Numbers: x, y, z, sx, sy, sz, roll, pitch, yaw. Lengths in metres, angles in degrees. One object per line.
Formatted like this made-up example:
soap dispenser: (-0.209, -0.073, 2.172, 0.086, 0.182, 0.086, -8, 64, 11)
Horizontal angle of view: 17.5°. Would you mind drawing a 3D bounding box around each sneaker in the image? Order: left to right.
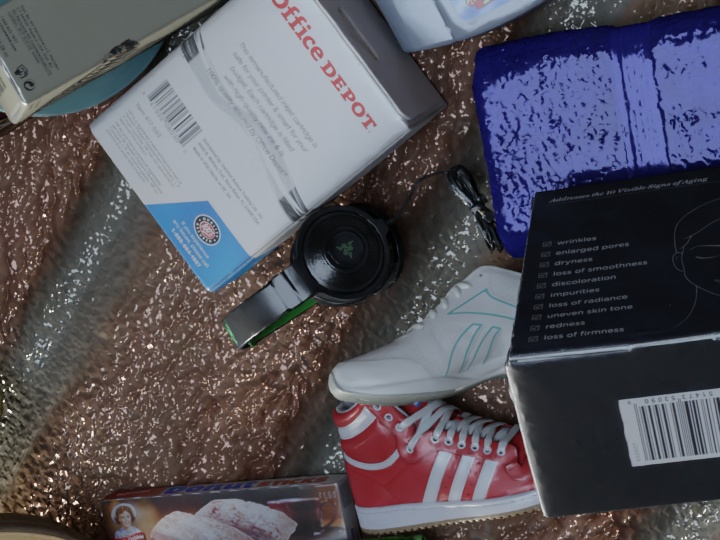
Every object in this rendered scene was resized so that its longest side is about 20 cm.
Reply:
sneaker: (0.070, 0.112, 1.621, 0.199, 0.071, 0.113, -14, 101, 27)
sneaker: (0.070, 0.043, 1.575, 0.199, 0.070, 0.081, -13, 86, -13)

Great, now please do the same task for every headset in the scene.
headset: (0.000, 0.000, 1.597, 0.199, 0.123, 0.094, -36, 87, 9)

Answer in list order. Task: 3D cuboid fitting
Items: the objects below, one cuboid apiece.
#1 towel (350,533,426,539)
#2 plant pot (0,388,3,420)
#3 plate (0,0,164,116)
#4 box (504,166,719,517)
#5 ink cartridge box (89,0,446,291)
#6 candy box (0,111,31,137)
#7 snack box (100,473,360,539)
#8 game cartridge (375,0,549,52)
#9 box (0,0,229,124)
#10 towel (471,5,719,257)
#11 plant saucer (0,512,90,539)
towel: (0.004, 0.291, 1.703, 0.148, 0.031, 0.201, -9, 107, 24)
plant pot: (-0.376, 0.147, 1.762, 0.199, 0.200, 0.143, 23, 123, 16)
plate: (-0.224, -0.207, 1.621, 0.198, 0.026, 0.202, 1, 84, -12)
box: (0.202, 0.036, 1.421, 0.198, 0.197, 0.125, -7, 122, 14)
ink cartridge box: (-0.064, -0.105, 1.613, 0.200, 0.086, 0.147, -38, 88, 25)
candy box: (-0.326, -0.094, 1.710, 0.199, 0.117, 0.057, -27, 92, 26)
snack box: (-0.096, 0.194, 1.737, 0.199, 0.024, 0.072, -7, 102, 24)
game cartridge: (0.086, -0.233, 1.545, 0.199, 0.041, 0.134, -29, 87, 26)
box: (-0.163, -0.180, 1.578, 0.199, 0.082, 0.069, -31, 92, -15)
towel: (0.178, -0.090, 1.532, 0.199, 0.050, 0.149, -7, 97, 23)
plant saucer: (-0.284, 0.241, 1.761, 0.200, 0.199, 0.030, -38, 48, 26)
